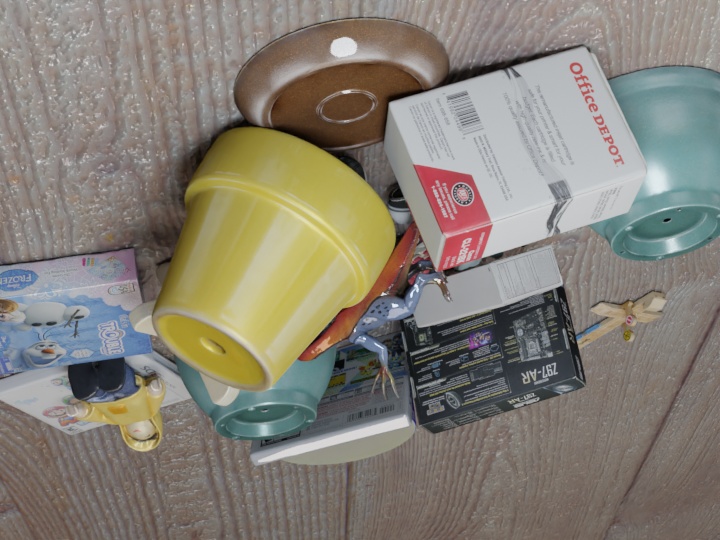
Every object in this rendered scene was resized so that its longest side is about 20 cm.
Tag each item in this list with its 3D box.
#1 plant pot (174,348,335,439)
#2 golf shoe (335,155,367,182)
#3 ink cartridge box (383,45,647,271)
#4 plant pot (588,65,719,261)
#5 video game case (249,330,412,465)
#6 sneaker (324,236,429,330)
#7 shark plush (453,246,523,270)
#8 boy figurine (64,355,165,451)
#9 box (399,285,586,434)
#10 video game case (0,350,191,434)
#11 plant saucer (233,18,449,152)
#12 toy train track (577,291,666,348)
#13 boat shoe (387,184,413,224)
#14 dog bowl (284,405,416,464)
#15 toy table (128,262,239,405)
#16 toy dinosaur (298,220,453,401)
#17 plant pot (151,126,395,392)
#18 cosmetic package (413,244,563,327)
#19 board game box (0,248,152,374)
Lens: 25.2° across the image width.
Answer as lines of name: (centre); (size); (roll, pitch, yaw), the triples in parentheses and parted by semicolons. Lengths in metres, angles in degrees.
plant pot: (-0.118, 0.117, 1.873); (0.200, 0.134, 0.200); (-8, 155, -4)
golf shoe: (-0.017, -0.059, 1.648); (0.094, 0.078, 0.200); (-27, 158, -30)
ink cartridge box: (0.139, -0.103, 1.469); (0.200, 0.144, 0.084); (-17, 158, -10)
plant pot: (0.292, -0.093, 1.600); (0.200, 0.134, 0.200); (-8, 154, -4)
video game case: (-0.032, 0.154, 1.964); (0.200, 0.182, 0.022); (-16, 120, 12)
sneaker: (0.000, 0.000, 1.765); (0.200, 0.075, 0.081); (-28, 165, 7)
shark plush: (0.156, -0.046, 1.707); (0.200, 0.091, 0.083); (17, 136, -44)
boy figurine: (-0.293, 0.161, 1.945); (0.124, 0.064, 0.200); (-15, 151, 3)
box: (0.152, 0.087, 1.893); (0.200, 0.160, 0.044); (-20, 153, 19)
video game case: (-0.324, 0.147, 2.000); (0.200, 0.024, 0.182); (-18, 153, 16)
plant saucer: (-0.014, -0.160, 1.467); (0.200, 0.032, 0.200); (-9, 155, -4)
toy train track: (0.322, 0.084, 2.097); (0.115, 0.033, 0.200); (9, 150, -35)
boat shoe: (0.104, -0.103, 1.604); (0.200, 0.069, 0.057); (-19, 119, 33)
dog bowl: (-0.028, 0.187, 2.129); (0.200, 0.079, 0.200); (-9, 155, -4)
toy table: (-0.144, 0.035, 1.684); (0.117, 0.184, 0.200); (-41, 136, 21)
toy dinosaur: (0.003, 0.032, 1.683); (0.181, 0.105, 0.200); (-21, 125, 6)
plant pot: (-0.095, 0.001, 1.498); (0.201, 0.189, 0.201); (24, 155, 12)
cosmetic package: (0.135, 0.020, 1.784); (0.082, 0.051, 0.200); (-15, 177, -26)
board game box: (-0.336, 0.049, 1.769); (0.199, 0.043, 0.200); (-9, 155, -6)
